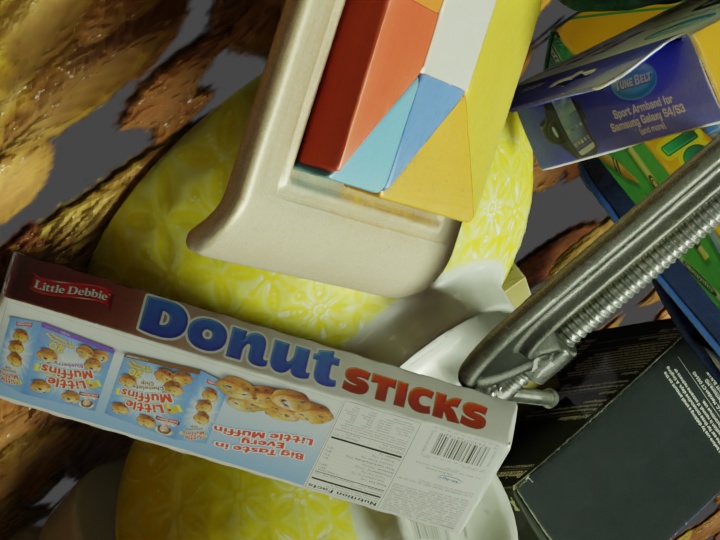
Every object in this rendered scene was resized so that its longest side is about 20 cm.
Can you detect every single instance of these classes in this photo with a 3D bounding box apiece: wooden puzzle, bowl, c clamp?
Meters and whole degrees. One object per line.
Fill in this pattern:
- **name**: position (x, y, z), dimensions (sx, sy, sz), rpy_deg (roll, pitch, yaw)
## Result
- **wooden puzzle**: position (0.025, -0.086, 0.989), dimensions (0.185, 0.037, 0.201), rpy_deg (13, 100, -66)
- **bowl**: position (0.000, 0.000, 1.146), dimensions (0.200, 0.108, 0.200), rpy_deg (-33, 161, -13)
- **c clamp**: position (0.108, -0.007, 1.117), dimensions (0.200, 0.027, 0.171), rpy_deg (-42, 166, 21)
- **bowl**: position (0.002, 0.122, 1.231), dimensions (0.108, 0.201, 0.200), rpy_deg (-29, 169, 36)

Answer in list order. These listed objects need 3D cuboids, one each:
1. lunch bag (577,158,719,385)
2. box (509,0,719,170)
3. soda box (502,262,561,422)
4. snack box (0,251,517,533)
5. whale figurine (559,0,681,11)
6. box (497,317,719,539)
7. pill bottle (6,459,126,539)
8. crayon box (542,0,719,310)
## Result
- **lunch bag**: position (0.203, -0.011, 1.339), dimensions (0.132, 0.200, 0.136), rpy_deg (-41, 166, 20)
- **box**: position (0.150, -0.091, 1.101), dimensions (0.200, 0.042, 0.119), rpy_deg (-30, -172, -31)
- **soda box**: position (0.043, 0.026, 1.341), dimensions (0.064, 0.068, 0.200), rpy_deg (-37, 161, -3)
- **snack box**: position (-0.045, 0.049, 1.094), dimensions (0.072, 0.199, 0.024), rpy_deg (115, -10, -55)
- **whale figurine**: position (0.161, -0.155, 1.079), dimensions (0.159, 0.104, 0.200), rpy_deg (-13, 152, -51)
- **box**: position (0.102, 0.099, 1.454), dimensions (0.141, 0.079, 0.200), rpy_deg (-37, -171, -22)
- **pill bottle**: position (-0.140, 0.185, 1.313), dimensions (0.114, 0.114, 0.200), rpy_deg (-11, 148, -52)
- **crayon box**: position (0.183, -0.047, 1.217), dimensions (0.119, 0.200, 0.058), rpy_deg (-33, 162, -14)
